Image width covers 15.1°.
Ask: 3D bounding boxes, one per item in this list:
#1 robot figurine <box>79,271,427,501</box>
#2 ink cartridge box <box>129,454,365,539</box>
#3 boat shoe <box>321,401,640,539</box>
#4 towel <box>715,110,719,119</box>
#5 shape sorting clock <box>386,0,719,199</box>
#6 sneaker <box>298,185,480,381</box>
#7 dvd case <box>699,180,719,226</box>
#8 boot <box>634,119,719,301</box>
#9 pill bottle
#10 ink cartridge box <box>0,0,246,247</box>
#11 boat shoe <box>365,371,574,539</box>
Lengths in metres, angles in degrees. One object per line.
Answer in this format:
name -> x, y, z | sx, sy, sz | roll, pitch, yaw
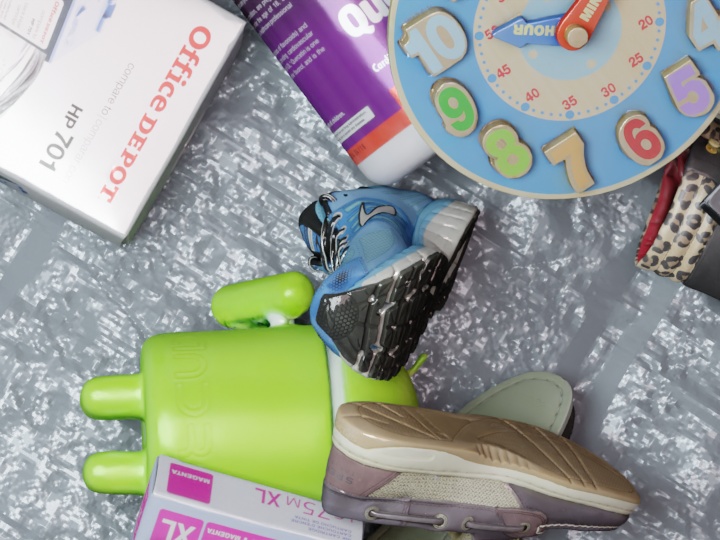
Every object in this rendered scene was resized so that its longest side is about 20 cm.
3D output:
robot figurine -> -0.057, 0.090, 1.529 | 0.200, 0.116, 0.176 | -3, 83, -6
ink cartridge box -> -0.082, 0.201, 1.506 | 0.119, 0.042, 0.200 | 16, 125, -7
boat shoe -> 0.063, 0.119, 1.491 | 0.200, 0.072, 0.065 | 13, 110, -35
towel -> 0.168, -0.167, 1.491 | 0.200, 0.023, 0.153 | 16, 109, -10
shape sorting clock -> 0.113, -0.130, 1.467 | 0.200, 0.039, 0.200 | -2, 111, -5
sneaker -> 0.000, 0.000, 1.514 | 0.090, 0.200, 0.078 | 22, 108, 8
dvd case -> 0.315, -0.060, 1.551 | 0.150, 0.025, 0.200 | 43, 84, 1
boot -> 0.261, -0.054, 1.595 | 0.150, 0.073, 0.200 | 24, 90, -4
pill bottle -> -0.004, -0.155, 1.549 | 0.112, 0.112, 0.200 | -37, 92, -7
ink cartridge box -> -0.185, -0.124, 1.543 | 0.200, 0.086, 0.147 | 29, 85, -2
boat shoe -> 0.059, 0.146, 1.568 | 0.201, 0.072, 0.061 | -49, 135, -17
